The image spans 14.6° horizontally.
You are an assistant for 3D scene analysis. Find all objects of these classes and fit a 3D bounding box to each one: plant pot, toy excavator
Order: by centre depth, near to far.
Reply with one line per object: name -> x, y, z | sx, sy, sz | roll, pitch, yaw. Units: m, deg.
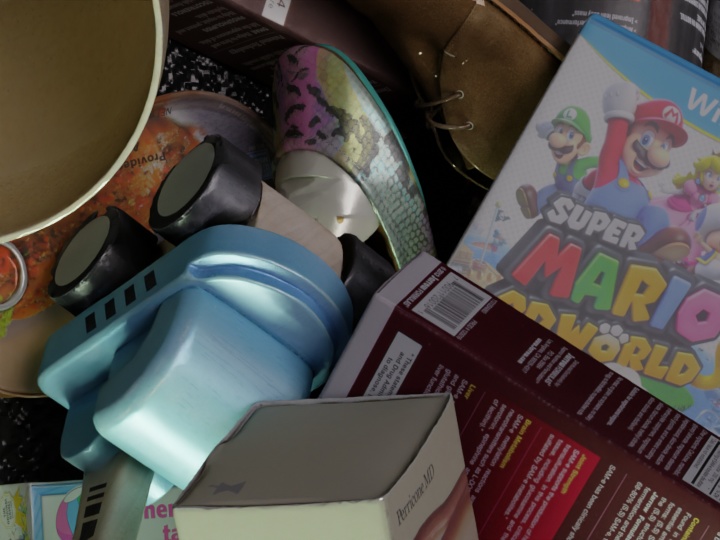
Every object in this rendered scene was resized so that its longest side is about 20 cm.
plant pot -> -0.166, -0.127, 1.123 | 0.200, 0.200, 0.135 | 50, 23, -18
toy excavator -> -0.090, 0.072, 1.130 | 0.100, 0.194, 0.200 | 38, 38, -25

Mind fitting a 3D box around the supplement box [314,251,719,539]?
supplement box -> 0.076, 0.093, 1.111 | 0.200, 0.109, 0.061 | 33, 26, 9

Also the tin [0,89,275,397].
tin -> -0.112, -0.010, 1.216 | 0.200, 0.042, 0.112 | -16, 89, -34

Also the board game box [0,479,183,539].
board game box -> -0.060, 0.155, 1.232 | 0.200, 0.034, 0.135 | 0, 85, -34

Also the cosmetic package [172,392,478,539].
cosmetic package -> 0.001, 0.158, 1.073 | 0.103, 0.087, 0.200 | -52, 134, -61

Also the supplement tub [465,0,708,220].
supplement tub -> 0.106, -0.075, 1.327 | 0.107, 0.107, 0.201 | 15, 76, -31

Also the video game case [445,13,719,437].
video game case -> 0.110, 0.011, 1.172 | 0.143, 0.018, 0.200 | 29, 82, 10

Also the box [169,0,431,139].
box -> -0.034, -0.142, 1.263 | 0.200, 0.075, 0.100 | 24, 72, -31

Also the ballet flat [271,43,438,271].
ballet flat -> 0.000, 0.000, 1.236 | 0.071, 0.069, 0.200 | -41, 119, -35

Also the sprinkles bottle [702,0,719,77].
sprinkles bottle -> 0.200, -0.130, 1.351 | 0.068, 0.068, 0.200 | -15, 133, -34

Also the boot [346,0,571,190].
boot -> 0.045, -0.087, 1.222 | 0.200, 0.074, 0.076 | 30, 88, -16
